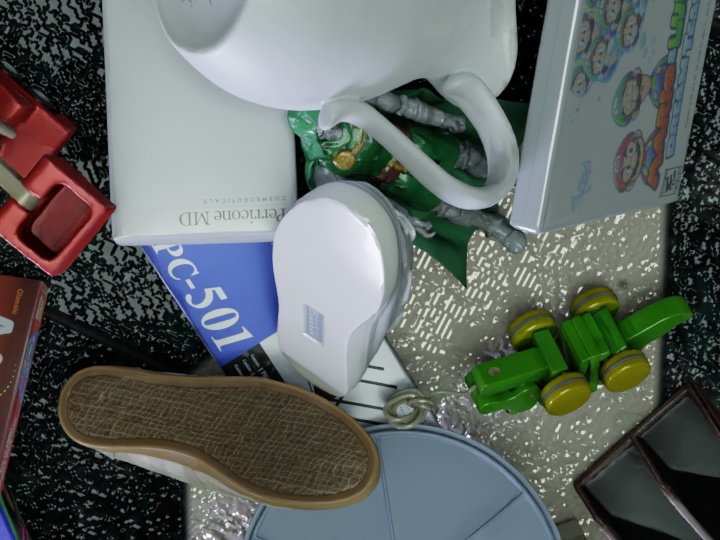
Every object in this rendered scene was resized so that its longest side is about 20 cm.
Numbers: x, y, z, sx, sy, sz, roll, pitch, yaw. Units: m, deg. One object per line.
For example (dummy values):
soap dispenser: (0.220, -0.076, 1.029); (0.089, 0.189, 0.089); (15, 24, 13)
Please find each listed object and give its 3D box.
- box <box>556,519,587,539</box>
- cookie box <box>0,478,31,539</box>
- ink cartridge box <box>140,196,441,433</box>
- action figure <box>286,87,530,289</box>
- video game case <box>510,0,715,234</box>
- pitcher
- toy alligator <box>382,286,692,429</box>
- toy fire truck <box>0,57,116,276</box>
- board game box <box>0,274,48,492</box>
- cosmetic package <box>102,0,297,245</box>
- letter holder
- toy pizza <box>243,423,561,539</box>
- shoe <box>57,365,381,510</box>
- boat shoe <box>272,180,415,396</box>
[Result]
box: (0.059, 0.236, 1.327); (0.198, 0.078, 0.096); (-19, 105, 0)
cookie box: (-0.271, 0.211, 1.292); (0.170, 0.075, 0.202); (-21, 106, -1)
ink cartridge box: (-0.042, 0.036, 1.283); (0.094, 0.044, 0.201); (-32, 105, 2)
action figure: (0.029, -0.060, 1.208); (0.199, 0.054, 0.119); (17, 94, -47)
video game case: (0.151, -0.128, 1.201); (0.024, 0.182, 0.202); (17, 106, 29)
pitcher: (0.000, -0.118, 1.102); (0.199, 0.121, 0.173); (3, 68, -43)
toy alligator: (0.107, 0.064, 1.295); (0.198, 0.060, 0.054); (-20, 149, -9)
toy fire truck: (-0.215, -0.086, 1.172); (0.200, 0.141, 0.049); (41, 98, -2)
board game box: (-0.250, 0.095, 1.228); (0.102, 0.019, 0.202); (8, 72, 8)
cosmetic package: (-0.090, -0.116, 1.195); (0.106, 0.085, 0.202); (-4, 88, -5)
letter holder: (0.239, 0.189, 1.297); (0.100, 0.142, 0.200); (-41, 105, 6)
toy pizza: (0.025, 0.192, 1.266); (0.198, 0.032, 0.202); (0, 81, 2)
shoe: (-0.078, 0.095, 1.256); (0.198, 0.053, 0.071); (13, 81, 17)
boat shoe: (0.000, 0.000, 1.169); (0.072, 0.201, 0.069); (31, 63, 17)
